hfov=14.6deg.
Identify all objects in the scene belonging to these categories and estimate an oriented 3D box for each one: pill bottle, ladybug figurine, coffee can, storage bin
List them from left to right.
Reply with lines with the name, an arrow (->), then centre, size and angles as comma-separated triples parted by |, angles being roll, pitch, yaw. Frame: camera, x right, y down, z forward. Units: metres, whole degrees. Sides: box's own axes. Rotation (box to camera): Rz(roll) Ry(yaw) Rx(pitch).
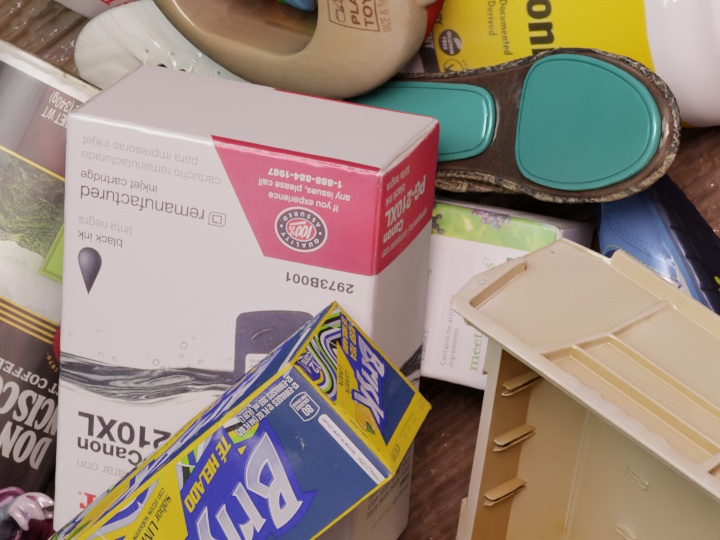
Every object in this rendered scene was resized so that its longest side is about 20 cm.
coffee can -> -0.180, 0.000, 1.377 | 0.146, 0.146, 0.201 | 25, 88, 35
ladybug figurine -> -0.029, -0.149, 1.268 | 0.199, 0.072, 0.137 | 25, 131, 41
storage bin -> 0.112, 0.120, 1.158 | 0.198, 0.093, 0.201 | 36, 134, 35
pill bottle -> 0.125, -0.120, 1.280 | 0.199, 0.111, 0.112 | 0, 74, 32

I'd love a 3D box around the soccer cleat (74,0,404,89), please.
soccer cleat -> -0.059, -0.088, 1.382 | 0.199, 0.070, 0.078 | 11, 44, 20

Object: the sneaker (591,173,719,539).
sneaker -> 0.131, 0.031, 1.251 | 0.082, 0.074, 0.201 | -30, 60, 23

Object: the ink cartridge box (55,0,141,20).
ink cartridge box -> -0.076, -0.228, 1.420 | 0.199, 0.147, 0.146 | -25, 63, 24

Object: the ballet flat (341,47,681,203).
ballet flat -> 0.078, -0.061, 1.237 | 0.199, 0.075, 0.068 | 2, 83, 44

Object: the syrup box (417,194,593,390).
syrup box -> 0.000, 0.000, 1.295 | 0.199, 0.081, 0.079 | 11, 95, 15

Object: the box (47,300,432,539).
box -> -0.066, 0.103, 1.168 | 0.064, 0.070, 0.200 | 46, 117, -6

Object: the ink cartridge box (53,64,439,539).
ink cartridge box -> -0.051, 0.027, 1.223 | 0.144, 0.084, 0.201 | 11, 113, 16

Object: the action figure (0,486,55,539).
action figure -> -0.137, 0.172, 1.323 | 0.149, 0.133, 0.201 | -44, 23, 41
